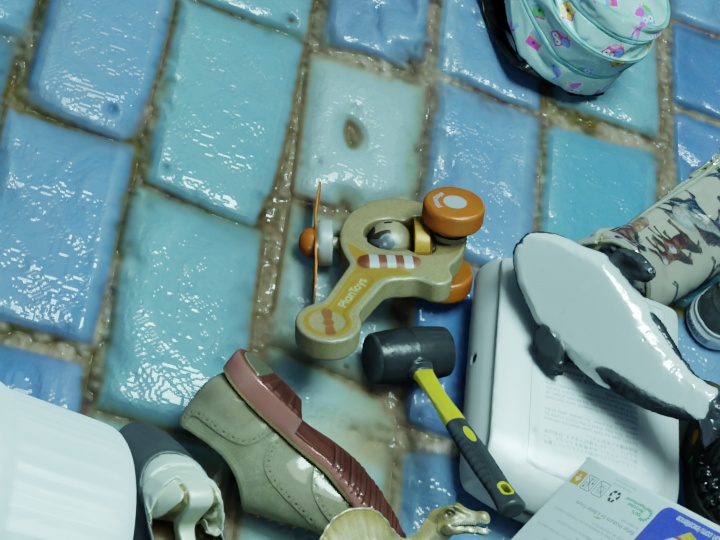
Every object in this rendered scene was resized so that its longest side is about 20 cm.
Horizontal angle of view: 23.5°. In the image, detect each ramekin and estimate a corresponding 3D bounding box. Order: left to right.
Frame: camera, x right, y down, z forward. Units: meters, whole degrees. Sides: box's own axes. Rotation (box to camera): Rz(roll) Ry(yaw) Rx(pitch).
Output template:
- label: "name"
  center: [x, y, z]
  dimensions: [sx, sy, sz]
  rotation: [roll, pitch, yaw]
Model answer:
- label: "ramekin"
  center: [-0.205, 0.165, 0.993]
  dimensions: [0.097, 0.200, 0.201]
  rotation: [17, 53, -23]

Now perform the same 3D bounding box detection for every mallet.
- label: "mallet"
  center: [0.054, 0.103, 1.205]
  dimensions: [0.066, 0.041, 0.200]
  rotation: [0, 32, -17]

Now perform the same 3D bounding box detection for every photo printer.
- label: "photo printer"
  center: [0.156, 0.102, 1.280]
  dimensions: [0.166, 0.069, 0.201]
  rotation: [16, 54, -14]

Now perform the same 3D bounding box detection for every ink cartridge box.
- label: "ink cartridge box"
  center: [0.143, 0.228, 1.100]
  dimensions: [0.200, 0.197, 0.047]
  rotation: [-47, 119, -10]

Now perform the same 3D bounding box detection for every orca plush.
- label: "orca plush"
  center: [0.197, 0.043, 1.246]
  dimensions: [0.200, 0.106, 0.071]
  rotation: [27, 7, 24]

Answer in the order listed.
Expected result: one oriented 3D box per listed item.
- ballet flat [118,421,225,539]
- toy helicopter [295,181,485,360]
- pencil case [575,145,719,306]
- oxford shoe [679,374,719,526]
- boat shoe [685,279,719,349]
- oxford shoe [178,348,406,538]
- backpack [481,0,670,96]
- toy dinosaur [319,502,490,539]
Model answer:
- label: "ballet flat"
  center: [-0.107, 0.176, 1.108]
  dimensions: [0.073, 0.073, 0.201]
  rotation: [-3, 60, -27]
- label: "toy helicopter"
  center: [0.000, 0.000, 1.267]
  dimensions: [0.132, 0.079, 0.200]
  rotation: [20, 37, 16]
- label: "pencil case"
  center: [0.256, -0.028, 1.406]
  dimensions: [0.200, 0.078, 0.090]
  rotation: [-29, 92, -36]
- label: "oxford shoe"
  center: [0.278, 0.141, 1.267]
  dimensions: [0.084, 0.073, 0.200]
  rotation: [17, 28, -11]
- label: "boat shoe"
  center: [0.352, 0.002, 1.440]
  dimensions: [0.199, 0.066, 0.070]
  rotation: [-20, 69, -34]
- label: "oxford shoe"
  center: [-0.040, 0.148, 1.174]
  dimensions: [0.075, 0.070, 0.200]
  rotation: [-41, 92, 6]
- label: "backpack"
  center: [0.184, -0.254, 1.495]
  dimensions: [0.166, 0.127, 0.201]
  rotation: [9, 58, -24]
- label: "toy dinosaur"
  center: [-0.008, 0.206, 1.115]
  dimensions: [0.199, 0.058, 0.102]
  rotation: [-13, 95, -27]
